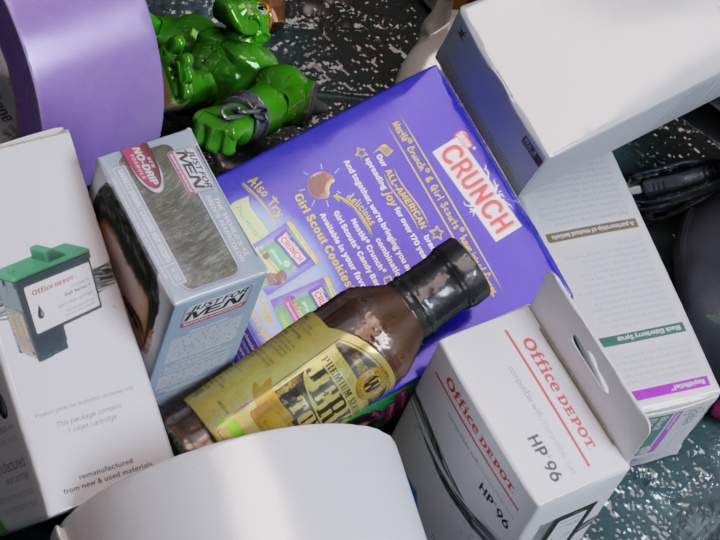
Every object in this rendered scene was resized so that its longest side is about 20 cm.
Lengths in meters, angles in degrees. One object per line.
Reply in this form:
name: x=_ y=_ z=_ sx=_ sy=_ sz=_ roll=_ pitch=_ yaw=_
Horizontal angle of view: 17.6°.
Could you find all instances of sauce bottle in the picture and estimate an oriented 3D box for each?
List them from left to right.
sauce bottle: x=-0.017 y=0.052 z=1.302 sx=0.200 sy=0.065 sz=0.065 roll=-36 pitch=72 yaw=-8

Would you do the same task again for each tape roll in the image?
tape roll: x=-0.206 y=-0.143 z=1.413 sx=0.085 sy=0.200 sz=0.200 roll=-24 pitch=67 yaw=-28
tape roll: x=-0.065 y=0.156 z=1.258 sx=0.202 sy=0.203 sz=0.071 roll=-10 pitch=67 yaw=-21

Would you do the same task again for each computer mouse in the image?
computer mouse: x=0.237 y=-0.008 z=1.499 sx=0.138 sy=0.053 sz=0.201 roll=-9 pitch=50 yaw=13

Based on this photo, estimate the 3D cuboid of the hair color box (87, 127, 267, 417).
hair color box: x=-0.117 y=0.021 z=1.308 sx=0.060 sy=0.200 sz=0.099 roll=-19 pitch=66 yaw=-26

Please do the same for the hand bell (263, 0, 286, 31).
hand bell: x=-0.084 y=-0.258 z=1.608 sx=0.104 sy=0.104 sz=0.201 roll=-9 pitch=74 yaw=-21

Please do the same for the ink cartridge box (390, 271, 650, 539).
ink cartridge box: x=0.084 y=0.103 z=1.336 sx=0.068 sy=0.200 sz=0.116 roll=-20 pitch=65 yaw=-26

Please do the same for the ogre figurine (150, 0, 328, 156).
ogre figurine: x=-0.109 y=-0.128 z=1.485 sx=0.120 sy=0.200 sz=0.099 roll=-7 pitch=100 yaw=-44

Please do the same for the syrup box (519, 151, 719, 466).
syrup box: x=0.146 y=0.021 z=1.480 sx=0.081 sy=0.079 sz=0.201 roll=-9 pitch=61 yaw=-21

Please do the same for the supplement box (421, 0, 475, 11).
supplement box: x=0.048 y=-0.281 z=1.628 sx=0.085 sy=0.110 sz=0.200 roll=-28 pitch=69 yaw=-29

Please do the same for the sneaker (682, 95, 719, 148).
sneaker: x=0.309 y=-0.104 z=1.518 sx=0.199 sy=0.060 sz=0.105 roll=-7 pitch=52 yaw=-10

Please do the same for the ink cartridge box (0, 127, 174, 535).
ink cartridge box: x=-0.190 y=0.038 z=1.290 sx=0.084 sy=0.146 sz=0.201 roll=-17 pitch=86 yaw=-29

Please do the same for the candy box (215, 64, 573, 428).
candy box: x=0.000 y=0.000 z=1.392 sx=0.199 sy=0.077 sz=0.170 roll=-27 pitch=77 yaw=-9

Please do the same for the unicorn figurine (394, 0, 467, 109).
unicorn figurine: x=0.057 y=-0.135 z=1.540 sx=0.074 sy=0.137 sz=0.200 roll=43 pitch=72 yaw=3

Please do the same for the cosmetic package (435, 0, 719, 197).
cosmetic package: x=0.161 y=-0.142 z=1.449 sx=0.199 sy=0.081 sz=0.113 roll=-25 pitch=79 yaw=-15

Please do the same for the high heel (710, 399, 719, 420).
high heel: x=0.272 y=0.016 z=1.534 sx=0.096 sy=0.068 sz=0.201 roll=-2 pitch=47 yaw=3
